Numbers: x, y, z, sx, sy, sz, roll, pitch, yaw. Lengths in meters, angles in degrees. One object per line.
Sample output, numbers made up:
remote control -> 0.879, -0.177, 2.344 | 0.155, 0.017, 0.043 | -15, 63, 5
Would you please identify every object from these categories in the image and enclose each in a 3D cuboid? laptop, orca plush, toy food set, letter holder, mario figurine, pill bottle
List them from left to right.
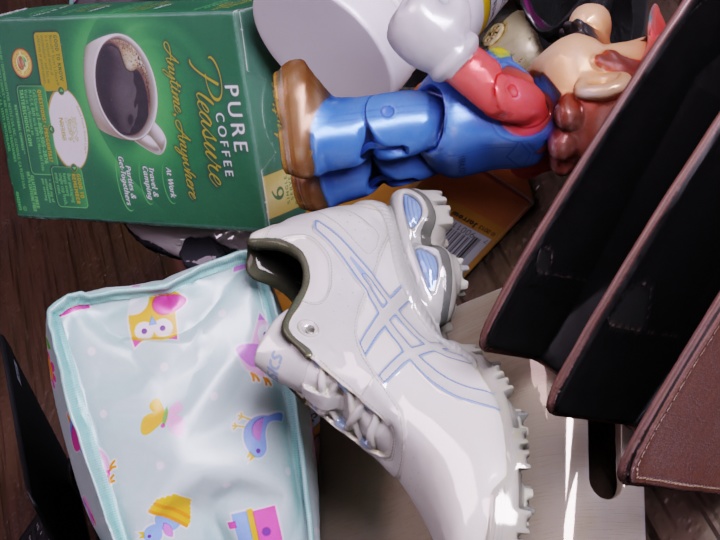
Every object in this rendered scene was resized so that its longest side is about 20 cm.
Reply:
laptop -> -0.221, 0.179, 1.127 | 0.200, 0.103, 0.177 | -54, 29, 16
orca plush -> -0.038, -0.038, 1.049 | 0.200, 0.071, 0.105 | -23, 51, 21
pill bottle -> 0.036, -0.178, 0.934 | 0.200, 0.112, 0.112 | -51, 22, -27
toy food set -> 0.048, 0.096, 0.815 | 0.200, 0.060, 0.144 | -26, 57, 50
mario figurine -> 0.064, -0.084, 0.817 | 0.123, 0.199, 0.106 | -83, -14, -75
letter holder -> 0.130, -0.029, 0.653 | 0.101, 0.142, 0.200 | 36, 100, 26

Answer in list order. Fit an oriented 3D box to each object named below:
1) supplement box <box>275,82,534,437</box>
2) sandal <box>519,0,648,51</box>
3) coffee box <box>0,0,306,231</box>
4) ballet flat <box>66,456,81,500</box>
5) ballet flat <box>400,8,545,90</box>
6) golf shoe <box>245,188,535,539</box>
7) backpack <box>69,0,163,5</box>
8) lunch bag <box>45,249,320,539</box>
supplement box -> 0.000, 0.000, 0.955 | 0.200, 0.069, 0.067 | -46, 32, 25
sandal -> 0.099, -0.152, 0.832 | 0.075, 0.048, 0.201 | 51, 157, 24
coffee box -> -0.121, -0.087, 1.015 | 0.200, 0.044, 0.123 | 3, 108, 38
ballet flat -> -0.113, 0.118, 1.036 | 0.200, 0.073, 0.073 | -3, 63, 58
ballet flat -> 0.027, -0.120, 1.004 | 0.200, 0.057, 0.067 | 5, 55, 51
golf shoe -> 0.007, 0.051, 0.738 | 0.200, 0.097, 0.078 | -110, 23, -44
backpack -> -0.091, -0.186, 1.149 | 0.153, 0.176, 0.200 | -37, 38, 17
lunch bag -> -0.077, 0.105, 0.857 | 0.170, 0.122, 0.200 | 149, 107, -80
